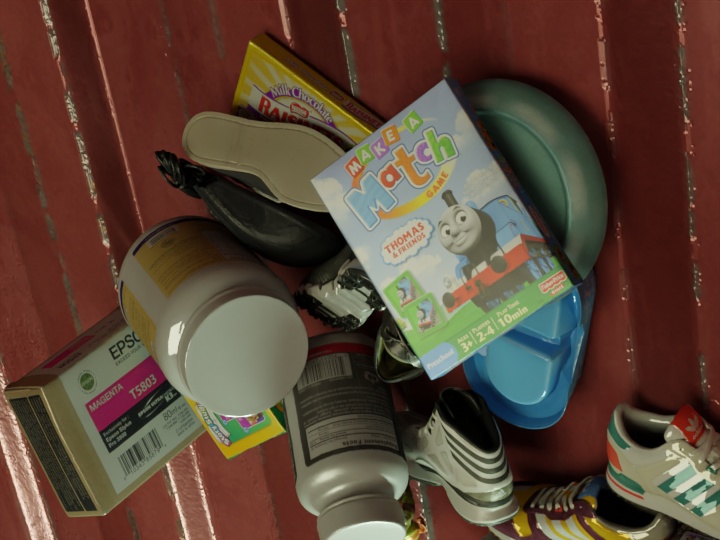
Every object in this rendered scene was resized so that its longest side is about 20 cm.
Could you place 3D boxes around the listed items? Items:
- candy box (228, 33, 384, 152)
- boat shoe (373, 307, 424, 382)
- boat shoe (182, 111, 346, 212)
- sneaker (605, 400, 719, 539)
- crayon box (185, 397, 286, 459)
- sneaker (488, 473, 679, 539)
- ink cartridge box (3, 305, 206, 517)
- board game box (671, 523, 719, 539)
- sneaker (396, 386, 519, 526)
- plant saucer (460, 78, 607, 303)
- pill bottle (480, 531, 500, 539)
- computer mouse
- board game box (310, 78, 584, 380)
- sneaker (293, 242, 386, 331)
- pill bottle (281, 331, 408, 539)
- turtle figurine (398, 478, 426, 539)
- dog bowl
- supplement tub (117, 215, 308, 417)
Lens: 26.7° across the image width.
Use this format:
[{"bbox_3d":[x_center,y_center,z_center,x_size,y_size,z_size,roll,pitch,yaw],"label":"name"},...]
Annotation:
[{"bbox_3d":[-0.036,-0.128,1.427,0.199,0.026,0.103,37,135,15],"label":"candy box"},{"bbox_3d":[0.052,0.057,1.381,0.072,0.066,0.201,42,160,8],"label":"boat shoe"},{"bbox_3d":[-0.074,-0.101,1.434,0.199,0.063,0.073,20,87,25],"label":"boat shoe"},{"bbox_3d":[0.298,0.169,1.307,0.199,0.070,0.094,16,132,36],"label":"sneaker"},{"bbox_3d":[-0.152,0.097,1.652,0.118,0.058,0.201,-29,96,47],"label":"crayon box"},{"bbox_3d":[0.203,0.221,1.416,0.198,0.075,0.091,10,135,25],"label":"sneaker"},{"bbox_3d":[-0.274,0.151,1.688,0.075,0.200,0.166,-8,112,42],"label":"ink cartridge box"},{"bbox_3d":[0.296,0.331,1.322,0.096,0.200,0.161,17,127,31],"label":"board game box"},{"bbox_3d":[0.084,0.150,1.454,0.200,0.075,0.116,31,133,54],"label":"sneaker"},{"bbox_3d":[0.115,-0.061,1.286,0.199,0.027,0.202,12,111,35],"label":"plant saucer"},{"bbox_3d":[0.186,0.354,1.493,0.199,0.113,0.114,31,133,21],"label":"pill bottle"},{"bbox_3d":[-0.109,-0.050,1.481,0.199,0.138,0.053,26,90,11],"label":"computer mouse"},{"bbox_3d":[0.069,-0.034,1.265,0.151,0.037,0.201,-35,81,22],"label":"board game box"},{"bbox_3d":[0.000,0.000,1.415,0.066,0.091,0.200,35,159,-11],"label":"sneaker"},{"bbox_3d":[-0.014,0.169,1.459,0.111,0.110,0.201,-55,38,46],"label":"pill bottle"},{"bbox_3d":[0.025,0.222,1.570,0.162,0.064,0.200,61,168,-1],"label":"turtle figurine"},{"bbox_3d":[0.155,0.049,1.366,0.111,0.050,0.201,24,130,27],"label":"dog bowl"},{"bbox_3d":[-0.143,0.043,1.471,0.200,0.144,0.147,42,147,57],"label":"supplement tub"}]
